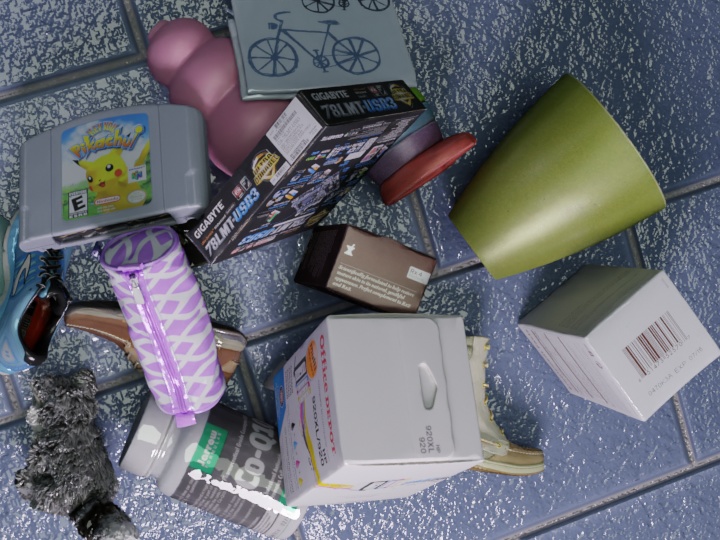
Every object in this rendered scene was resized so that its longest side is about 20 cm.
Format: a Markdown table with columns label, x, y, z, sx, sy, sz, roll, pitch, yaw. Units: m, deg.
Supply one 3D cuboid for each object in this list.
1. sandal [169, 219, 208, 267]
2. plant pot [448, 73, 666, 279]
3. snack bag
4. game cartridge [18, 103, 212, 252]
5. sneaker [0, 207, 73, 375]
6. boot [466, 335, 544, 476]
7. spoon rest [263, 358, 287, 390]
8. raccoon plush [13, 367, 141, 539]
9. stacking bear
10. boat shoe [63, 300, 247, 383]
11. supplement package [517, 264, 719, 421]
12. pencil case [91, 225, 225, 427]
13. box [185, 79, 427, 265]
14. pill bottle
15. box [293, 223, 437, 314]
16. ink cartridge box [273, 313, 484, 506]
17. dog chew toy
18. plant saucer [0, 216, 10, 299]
| label | x | y | z | sx | sy | sz | roll | pitch | yaw |
| --- | --- | --- | --- | --- | --- | --- | --- | --- | --- |
| sandal | -0.164 | -0.047 | 1.159 | 0.200 | 0.057 | 0.080 | -10 | 92 | -26 |
| plant pot | 0.205 | -0.085 | 1.182 | 0.200 | 0.187 | 0.187 | -37 | 99 | 7 |
| snack bag | -0.050 | -0.267 | 1.113 | 0.188 | 0.021 | 0.201 | -6 | 65 | -16 |
| game cartridge | -0.251 | -0.099 | 1.058 | 0.199 | 0.041 | 0.134 | -12 | 63 | 7 |
| sneaker | -0.325 | 0.013 | 1.087 | 0.078 | 0.090 | 0.201 | 25 | 71 | -48 |
| boot | 0.137 | 0.154 | 1.218 | 0.199 | 0.072 | 0.156 | 14 | 79 | -24 |
| spoon rest | -0.020 | 0.180 | 1.192 | 0.200 | 0.061 | 0.100 | 39 | 83 | -10 |
| raccoon plush | -0.277 | 0.186 | 1.090 | 0.199 | 0.097 | 0.135 | 18 | 105 | 31 |
| stacking bear | 0.018 | -0.184 | 1.164 | 0.113 | 0.121 | 0.200 | -34 | 89 | -16 |
| boat shoe | -0.226 | 0.080 | 1.140 | 0.199 | 0.076 | 0.072 | 14 | 92 | -10 |
| supplement package | 0.284 | 0.075 | 1.178 | 0.117 | 0.200 | 0.117 | -40 | 99 | -7 |
| pencil case | -0.193 | 0.052 | 1.043 | 0.083 | 0.086 | 0.201 | -15 | 123 | 1 |
| box | -0.051 | -0.102 | 1.044 | 0.198 | 0.200 | 0.050 | -44 | 79 | 32 |
| pill bottle | -0.152 | 0.206 | 1.139 | 0.199 | 0.113 | 0.114 | 24 | 88 | -12 |
| box | 0.000 | 0.000 | 1.116 | 0.100 | 0.200 | 0.075 | 21 | 85 | -12 |
| ink cartridge box | 0.011 | 0.143 | 1.051 | 0.144 | 0.200 | 0.148 | 0 | 68 | -21 |
| dog chew toy | -0.146 | -0.191 | 1.123 | 0.200 | 0.125 | 0.125 | 44 | 84 | -2 |
| plant saucer | -0.435 | 0.024 | 1.090 | 0.200 | 0.039 | 0.202 | -2 | 96 | -25 |
